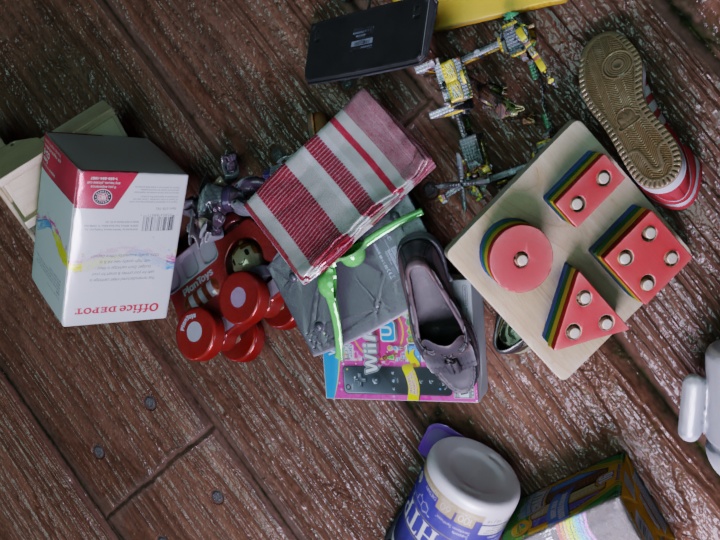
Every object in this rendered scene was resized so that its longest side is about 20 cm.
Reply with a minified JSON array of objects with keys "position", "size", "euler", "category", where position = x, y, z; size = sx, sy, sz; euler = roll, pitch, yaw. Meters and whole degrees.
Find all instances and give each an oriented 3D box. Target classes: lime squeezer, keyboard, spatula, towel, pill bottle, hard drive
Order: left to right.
[{"position":[-0.029,-0.099,0.974],"size":[0.200,0.023,0.145],"euler":[-43,59,2],"category":"towel"},{"position":[-0.006,0.004,0.965],"size":[0.070,0.038,0.203],"euler":[32,107,10],"category":"lime squeezer"},{"position":[0.000,0.000,1.005],"size":[0.198,0.042,0.137],"euler":[-30,89,21],"category":"hard drive"},{"position":[0.011,-0.283,0.988],"size":[0.197,0.020,0.130],"euler":[3,83,45],"category":"keyboard"},{"position":[0.075,0.280,1.109],"size":[0.056,0.021,0.203],"euler":[29,110,10],"category":"spatula"},{"position":[0.104,0.316,1.047],"size":[0.118,0.119,0.203],"euler":[28,117,14],"category":"pill bottle"}]

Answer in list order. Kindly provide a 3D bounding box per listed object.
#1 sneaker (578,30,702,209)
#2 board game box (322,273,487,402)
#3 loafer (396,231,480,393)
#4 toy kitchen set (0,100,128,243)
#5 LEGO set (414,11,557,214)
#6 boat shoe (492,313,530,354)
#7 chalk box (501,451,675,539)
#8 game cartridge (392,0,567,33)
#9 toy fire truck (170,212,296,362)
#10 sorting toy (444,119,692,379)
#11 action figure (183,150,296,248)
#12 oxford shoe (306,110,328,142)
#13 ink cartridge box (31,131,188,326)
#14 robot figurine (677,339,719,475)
[{"position":[0.299,-0.154,0.921],"size":[0.070,0.112,0.204],"euler":[-28,59,26],"category":"sneaker"},{"position":[0.052,0.081,1.059],"size":[0.195,0.064,0.152],"euler":[-2,99,22],"category":"board game box"},{"position":[0.083,0.059,0.945],"size":[0.070,0.063,0.203],"euler":[-15,115,13],"category":"loafer"},{"position":[-0.420,-0.143,1.211],"size":[0.199,0.179,0.165],"euler":[38,158,45],"category":"toy kitchen set"},{"position":[0.143,-0.173,0.942],"size":[0.150,0.116,0.205],"euler":[-8,98,23],"category":"LEGO set"},{"position":[0.214,0.015,0.979],"size":[0.072,0.065,0.203],"euler":[30,109,14],"category":"boat shoe"},{"position":[0.244,0.323,0.996],"size":[0.198,0.124,0.127],"euler":[-31,89,25],"category":"chalk box"},{"position":[0.123,-0.369,0.964],"size":[0.195,0.032,0.181],"euler":[-7,97,20],"category":"game cartridge"},{"position":[-0.169,0.016,1.119],"size":[0.199,0.111,0.170],"euler":[-36,67,23],"category":"toy fire truck"},{"position":[0.226,-0.014,0.906],"size":[0.199,0.070,0.200],"euler":[-45,102,5],"category":"sorting toy"},{"position":[-0.151,-0.094,1.084],"size":[0.195,0.070,0.133],"euler":[-6,62,18],"category":"action figure"},{"position":[-0.014,-0.104,1.056],"size":[0.070,0.071,0.204],"euler":[-21,97,3],"category":"oxford shoe"},{"position":[-0.323,-0.053,1.098],"size":[0.144,0.143,0.204],"euler":[36,119,46],"category":"ink cartridge box"},{"position":[0.416,0.143,0.896],"size":[0.165,0.113,0.205],"euler":[-2,100,15],"category":"robot figurine"}]
